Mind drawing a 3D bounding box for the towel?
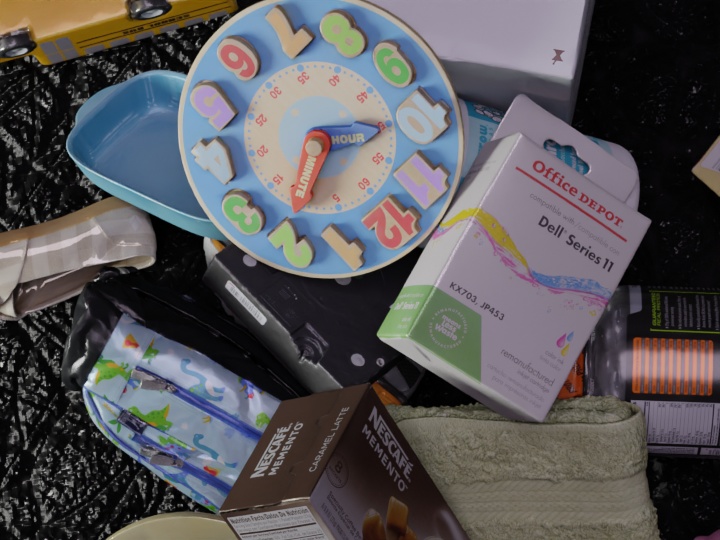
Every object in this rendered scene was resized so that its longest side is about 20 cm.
[{"bbox_3d":[0.111,0.160,1.504,0.199,0.036,0.149,-3,110,23],"label":"towel"}]

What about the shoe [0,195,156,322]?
[{"bbox_3d":[-0.246,0.002,1.596,0.199,0.070,0.054,-22,71,-2],"label":"shoe"}]

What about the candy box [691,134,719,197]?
[{"bbox_3d":[0.344,-0.038,1.535,0.200,0.115,0.055,44,123,10],"label":"candy box"}]

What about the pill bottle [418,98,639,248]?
[{"bbox_3d":[0.091,-0.060,1.532,0.199,0.111,0.111,14,80,-16],"label":"pill bottle"}]

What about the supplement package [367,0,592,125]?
[{"bbox_3d":[0.072,-0.196,1.543,0.190,0.200,0.148,11,81,5],"label":"supplement package"}]

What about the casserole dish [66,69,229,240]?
[{"bbox_3d":[-0.125,-0.082,1.582,0.199,0.039,0.121,24,54,30],"label":"casserole dish"}]

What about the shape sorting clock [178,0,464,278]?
[{"bbox_3d":[-0.028,-0.090,1.449,0.199,0.039,0.201,3,112,8],"label":"shape sorting clock"}]

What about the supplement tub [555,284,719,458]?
[{"bbox_3d":[0.238,0.073,1.522,0.199,0.123,0.123,3,80,5],"label":"supplement tub"}]

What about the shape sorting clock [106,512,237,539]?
[{"bbox_3d":[-0.112,0.261,1.517,0.199,0.039,0.201,4,115,7],"label":"shape sorting clock"}]

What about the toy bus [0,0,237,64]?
[{"bbox_3d":[-0.199,-0.208,1.626,0.199,0.078,0.065,-16,80,1],"label":"toy bus"}]

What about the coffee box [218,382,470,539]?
[{"bbox_3d":[0.004,0.191,1.452,0.079,0.115,0.200,-12,122,34],"label":"coffee box"}]

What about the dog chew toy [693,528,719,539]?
[{"bbox_3d":[0.315,0.247,1.490,0.199,0.125,0.125,30,83,16],"label":"dog chew toy"}]

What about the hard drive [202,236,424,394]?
[{"bbox_3d":[0.000,0.000,1.543,0.140,0.038,0.200,44,51,9],"label":"hard drive"}]

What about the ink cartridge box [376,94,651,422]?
[{"bbox_3d":[0.114,-0.012,1.444,0.117,0.067,0.201,32,79,-13],"label":"ink cartridge box"}]

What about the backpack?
[{"bbox_3d":[-0.113,0.093,1.537,0.199,0.163,0.155,16,90,0],"label":"backpack"}]

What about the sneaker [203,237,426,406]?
[{"bbox_3d":[-0.034,0.031,1.580,0.200,0.078,0.077,41,72,6],"label":"sneaker"}]
